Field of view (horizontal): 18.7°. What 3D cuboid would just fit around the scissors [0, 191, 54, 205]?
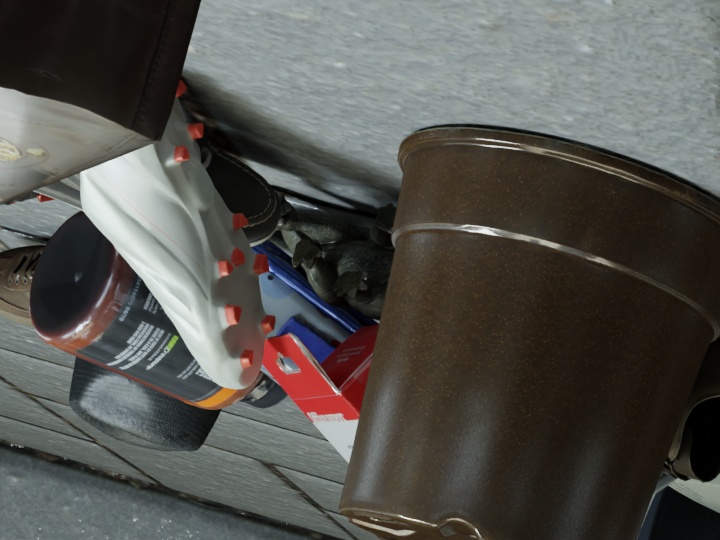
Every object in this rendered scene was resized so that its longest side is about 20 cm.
[{"bbox_3d":[-0.189,-0.046,1.264,0.073,0.014,0.200,25,-152,17],"label":"scissors"}]

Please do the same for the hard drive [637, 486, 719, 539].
[{"bbox_3d":[0.267,0.193,1.567,0.134,0.200,0.042,15,129,15],"label":"hard drive"}]

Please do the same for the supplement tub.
[{"bbox_3d":[-0.133,0.036,1.577,0.200,0.107,0.107,27,164,-39],"label":"supplement tub"}]

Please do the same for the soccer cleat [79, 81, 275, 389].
[{"bbox_3d":[-0.107,-0.022,1.212,0.077,0.069,0.201,-7,119,25],"label":"soccer cleat"}]

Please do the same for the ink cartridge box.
[{"bbox_3d":[0.032,0.094,1.278,0.200,0.067,0.116,49,165,-7],"label":"ink cartridge box"}]

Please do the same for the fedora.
[{"bbox_3d":[-0.201,0.115,2.050,0.200,0.092,0.201,17,167,4],"label":"fedora"}]

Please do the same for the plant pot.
[{"bbox_3d":[0.086,0.055,1.138,0.199,0.199,0.200,17,167,4],"label":"plant pot"}]

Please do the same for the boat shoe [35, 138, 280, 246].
[{"bbox_3d":[-0.137,-0.063,1.247,0.199,0.067,0.057,17,148,-9],"label":"boat shoe"}]

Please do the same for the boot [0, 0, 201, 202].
[{"bbox_3d":[-0.110,-0.125,0.616,0.186,0.201,0.064,11,166,28],"label":"boot"}]

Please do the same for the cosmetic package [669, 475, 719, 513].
[{"bbox_3d":[0.309,0.133,1.461,0.199,0.071,0.105,5,162,46],"label":"cosmetic package"}]

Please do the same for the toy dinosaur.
[{"bbox_3d":[0.000,0.000,1.309,0.199,0.077,0.102,7,157,30],"label":"toy dinosaur"}]

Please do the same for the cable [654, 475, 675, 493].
[{"bbox_3d":[0.129,0.120,1.444,0.199,0.070,0.200,-24,-172,-2],"label":"cable"}]

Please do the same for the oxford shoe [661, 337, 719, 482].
[{"bbox_3d":[0.165,0.085,1.238,0.072,0.085,0.200,23,140,-36],"label":"oxford shoe"}]

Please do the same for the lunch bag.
[{"bbox_3d":[-0.023,0.050,1.423,0.200,0.076,0.160,37,177,-20],"label":"lunch bag"}]

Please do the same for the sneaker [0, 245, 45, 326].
[{"bbox_3d":[-0.222,-0.001,1.688,0.199,0.071,0.076,7,146,29],"label":"sneaker"}]
